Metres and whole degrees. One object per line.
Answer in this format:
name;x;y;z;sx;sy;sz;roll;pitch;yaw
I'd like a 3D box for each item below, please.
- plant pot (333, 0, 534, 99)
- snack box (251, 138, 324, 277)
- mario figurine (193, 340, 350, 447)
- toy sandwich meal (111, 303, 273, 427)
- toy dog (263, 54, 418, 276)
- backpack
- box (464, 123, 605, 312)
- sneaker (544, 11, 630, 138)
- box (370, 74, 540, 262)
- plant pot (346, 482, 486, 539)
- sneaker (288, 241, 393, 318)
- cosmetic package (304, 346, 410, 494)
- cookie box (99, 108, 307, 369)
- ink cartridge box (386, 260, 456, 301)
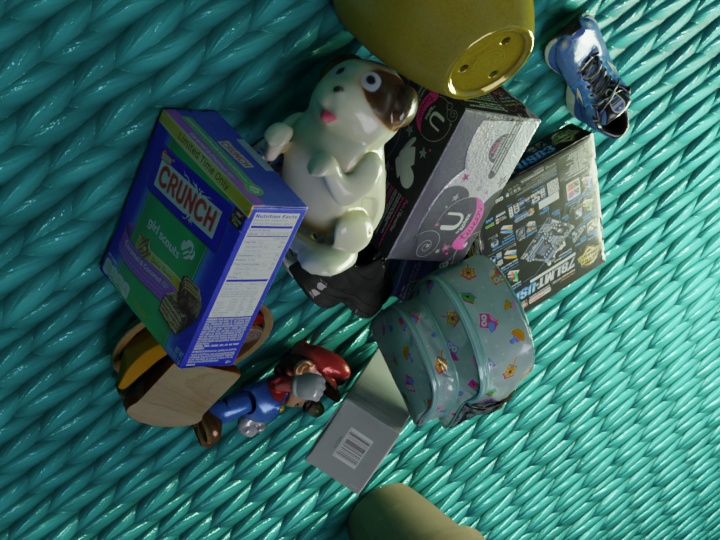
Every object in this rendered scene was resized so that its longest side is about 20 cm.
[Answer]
plant pot;0.092;-0.255;1.493;0.199;0.142;0.200;-24;154;-13
snack box;-0.080;-0.072;1.661;0.072;0.024;0.200;-36;144;-8
mario figurine;-0.099;0.164;1.810;0.199;0.123;0.106;-24;119;-15
toy sandwich meal;-0.185;0.098;1.665;0.204;0.070;0.205;-16;152;-9
toy dog;-0.013;-0.118;1.548;0.193;0.139;0.201;-10;129;-42
backpack;0.112;0.083;1.776;0.153;0.176;0.200;-15;163;-28
box;0.214;-0.053;1.878;0.200;0.050;0.199;-30;129;-24
sneaker;0.280;-0.226;1.776;0.079;0.089;0.200;-41;144;-2
box;0.087;-0.120;1.687;0.132;0.115;0.200;2;126;-43
plant pot;0.068;0.404;2.161;0.200;0.175;0.201;-25;142;-22
sneaker;0.000;0.000;1.734;0.091;0.076;0.200;-44;163;15
cosmetic package;0.012;0.181;1.877;0.107;0.090;0.200;-58;180;20
cookie box;-0.161;-0.032;1.506;0.075;0.171;0.200;-3;129;-45
ink cartridge box;0.119;-0.007;1.900;0.199;0.039;0.100;-12;136;-33
